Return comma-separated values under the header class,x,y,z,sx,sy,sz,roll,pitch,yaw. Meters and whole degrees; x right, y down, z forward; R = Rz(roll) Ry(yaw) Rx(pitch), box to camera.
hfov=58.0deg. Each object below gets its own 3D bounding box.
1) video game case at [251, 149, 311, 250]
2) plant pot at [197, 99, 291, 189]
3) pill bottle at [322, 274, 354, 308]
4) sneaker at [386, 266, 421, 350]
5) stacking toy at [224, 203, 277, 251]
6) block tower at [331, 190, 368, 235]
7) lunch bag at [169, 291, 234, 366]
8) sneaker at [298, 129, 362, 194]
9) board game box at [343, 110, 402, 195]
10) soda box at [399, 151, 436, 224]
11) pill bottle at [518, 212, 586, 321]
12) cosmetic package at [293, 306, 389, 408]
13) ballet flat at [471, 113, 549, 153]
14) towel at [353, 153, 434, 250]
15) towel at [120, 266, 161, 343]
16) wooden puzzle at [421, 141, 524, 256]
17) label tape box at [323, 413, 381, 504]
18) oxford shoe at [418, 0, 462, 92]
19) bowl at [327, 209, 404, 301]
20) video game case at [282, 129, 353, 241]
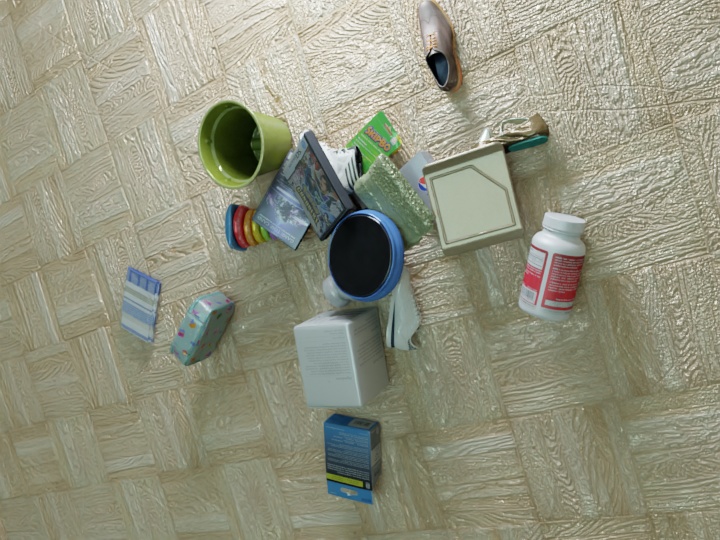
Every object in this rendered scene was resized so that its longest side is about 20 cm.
class,x,y,z,sx,sy,sz,roll,pitch,yaw
video game case,-0.167,-0.176,1.616,0.141,0.019,0.203,32,96,10
plant pot,-0.266,-0.309,1.593,0.194,0.183,0.208,6,103,26
pill bottle,0.000,0.000,1.555,0.199,0.110,0.112,-40,81,28
sneaker,0.109,0.090,1.547,0.078,0.076,0.207,8,109,14
stacking toy,-0.242,-0.117,1.679,0.193,0.109,0.121,-4,86,17
block tower,-0.002,-0.161,1.556,0.199,0.057,0.055,-43,80,26
lunch bag,-0.436,0.161,1.802,0.076,0.160,0.203,34,109,11
sneaker,-0.060,-0.274,1.540,0.114,0.075,0.203,-37,75,14
board game box,0.011,-0.275,1.539,0.199,0.030,0.097,-41,78,32
soda box,0.174,-0.166,1.453,0.068,0.063,0.203,-38,81,26
pill bottle,0.399,-0.010,1.337,0.109,0.112,0.207,16,108,24
cosmetic package,-0.044,0.212,1.593,0.160,0.164,0.207,-6,97,29
ballet flat,0.299,-0.276,1.369,0.196,0.067,0.075,-20,71,30
towel,0.073,-0.146,1.442,0.202,0.036,0.148,54,143,3
towel,-0.675,0.107,1.994,0.144,0.024,0.206,20,108,26
wooden puzzle,0.238,-0.148,1.375,0.180,0.037,0.206,-14,97,24
label tape box,-0.020,0.491,1.697,0.139,0.066,0.207,4,105,28
oxford shoe,0.165,-0.484,1.386,0.070,0.072,0.206,-19,91,30
bowl,0.007,-0.033,1.458,0.196,0.039,0.208,0,91,35
video game case,-0.104,-0.193,1.518,0.204,0.025,0.180,61,149,7
